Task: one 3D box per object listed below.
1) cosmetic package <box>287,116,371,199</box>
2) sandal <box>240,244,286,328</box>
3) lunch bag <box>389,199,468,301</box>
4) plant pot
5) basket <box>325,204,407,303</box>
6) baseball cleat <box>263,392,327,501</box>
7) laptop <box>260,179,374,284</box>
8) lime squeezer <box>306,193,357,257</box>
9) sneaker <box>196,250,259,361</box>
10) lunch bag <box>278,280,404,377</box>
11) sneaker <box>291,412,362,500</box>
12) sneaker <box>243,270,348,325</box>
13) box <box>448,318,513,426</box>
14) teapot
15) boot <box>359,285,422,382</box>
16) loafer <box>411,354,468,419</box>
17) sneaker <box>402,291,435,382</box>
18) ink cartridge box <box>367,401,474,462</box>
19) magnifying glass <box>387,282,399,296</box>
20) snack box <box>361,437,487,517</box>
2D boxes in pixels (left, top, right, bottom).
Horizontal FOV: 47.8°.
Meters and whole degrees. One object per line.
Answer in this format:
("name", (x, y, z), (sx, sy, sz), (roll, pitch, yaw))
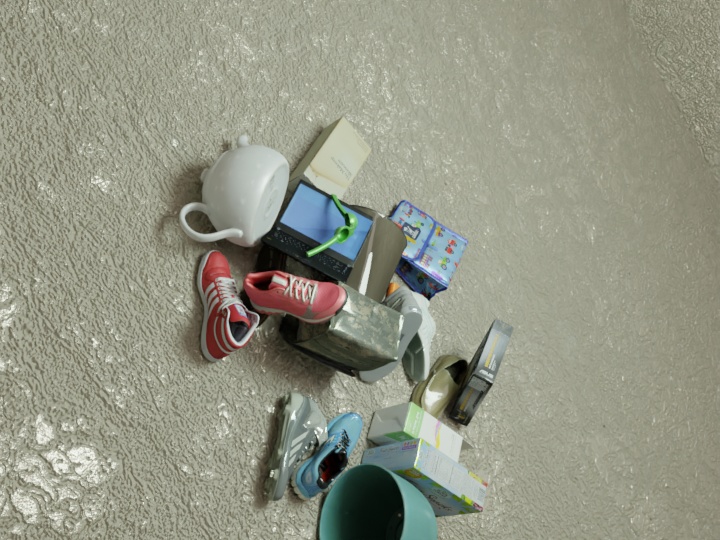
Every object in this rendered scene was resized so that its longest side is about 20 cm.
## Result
("cosmetic package", (-0.066, -0.219, 1.723), (0.104, 0.073, 0.201), (45, 49, -21))
("sandal", (-0.176, 0.029, 1.543), (0.055, 0.080, 0.203), (54, 36, -43))
("lunch bag", (0.125, -0.056, 1.844), (0.199, 0.094, 0.152), (38, 53, -11))
("plant pot", (0.048, 0.474, 1.497), (0.160, 0.198, 0.204), (31, 55, -43))
("basket", (0.000, 0.000, 1.666), (0.180, 0.135, 0.203), (37, 57, -34))
("baseball cleat", (-0.111, 0.322, 1.475), (0.105, 0.070, 0.203), (19, 61, -19))
("laptop", (-0.075, -0.077, 1.550), (0.175, 0.105, 0.200), (27, 14, 0))
("lime squeezer", (-0.044, -0.084, 1.539), (0.070, 0.038, 0.201), (24, 41, -4))
("sneaker", (-0.235, 0.051, 1.440), (0.070, 0.112, 0.204), (9, 69, -40))
("lunch bag", (-0.043, 0.122, 1.532), (0.163, 0.199, 0.119), (28, 58, -27))
("sneaker", (-0.042, 0.346, 1.524), (0.079, 0.089, 0.201), (51, 47, -15))
("sneaker", (-0.120, 0.042, 1.417), (0.087, 0.197, 0.075), (57, 42, -53))
("box", (0.263, 0.225, 1.779), (0.048, 0.201, 0.160), (24, 53, 5))
("teapot", (-0.229, -0.146, 1.497), (0.144, 0.200, 0.200), (21, 96, 6))
("boot", (0.056, 0.129, 1.663), (0.073, 0.201, 0.096), (24, 25, -27))
("loafer", (0.174, 0.252, 1.773), (0.076, 0.067, 0.201), (49, 48, -16))
("sneaker", (0.134, 0.143, 1.776), (0.079, 0.070, 0.204), (12, 66, -42))
("ink cartridge box", (0.126, 0.351, 1.658), (0.199, 0.116, 0.068), (37, 54, -26))
("magnifying glass", (0.059, 0.121, 1.749), (0.079, 0.022, 0.203), (29, 56, -32))
("snack box", (0.122, 0.411, 1.597), (0.199, 0.167, 0.069), (37, 52, -27))
